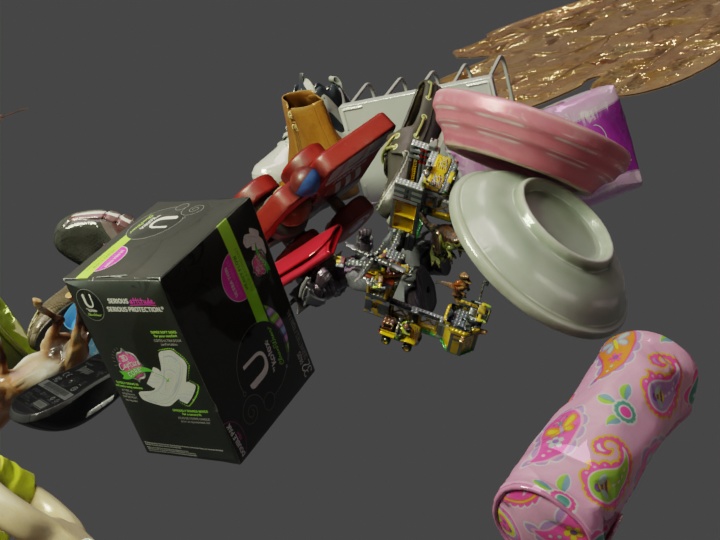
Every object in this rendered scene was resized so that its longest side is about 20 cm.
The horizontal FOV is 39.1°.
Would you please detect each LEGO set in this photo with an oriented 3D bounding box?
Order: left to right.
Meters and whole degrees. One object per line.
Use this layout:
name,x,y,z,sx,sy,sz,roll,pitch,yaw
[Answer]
LEGO set,0.079,-0.031,0.964,0.152,0.116,0.201,25,58,13

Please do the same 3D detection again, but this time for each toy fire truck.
toy fire truck,-0.056,-0.094,1.178,0.199,0.112,0.168,-36,-9,-30

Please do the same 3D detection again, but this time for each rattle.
rattle,-0.284,0.246,0.831,0.199,0.131,0.143,33,63,25

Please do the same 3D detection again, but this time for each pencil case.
pencil case,0.174,0.129,0.736,0.087,0.088,0.200,6,36,39

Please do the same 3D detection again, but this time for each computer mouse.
computer mouse,-0.256,0.127,1.065,0.139,0.047,0.199,11,33,41

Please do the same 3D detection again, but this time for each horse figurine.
horse figurine,-0.349,0.095,1.089,0.050,0.133,0.200,31,56,27

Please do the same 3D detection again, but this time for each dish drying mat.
dish drying mat,-0.107,0.013,1.129,0.199,0.018,0.077,-32,17,21

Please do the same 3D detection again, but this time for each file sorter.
file sorter,0.097,-0.183,1.306,0.198,0.140,0.125,-8,26,21

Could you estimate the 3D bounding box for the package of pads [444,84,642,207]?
package of pads,0.203,-0.115,1.124,0.198,0.122,0.076,-21,7,-3

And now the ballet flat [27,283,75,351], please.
ballet flat,-0.365,0.035,1.269,0.046,0.068,0.200,29,33,0

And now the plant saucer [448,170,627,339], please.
plant saucer,0.174,-0.030,0.921,0.050,0.199,0.201,-53,7,35

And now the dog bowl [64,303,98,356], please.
dog bowl,-0.264,0.034,1.229,0.111,0.050,0.200,8,37,42

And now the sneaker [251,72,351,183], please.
sneaker,-0.091,-0.219,1.501,0.198,0.131,0.079,-29,28,-19

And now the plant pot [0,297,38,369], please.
plant pot,-0.508,0.085,1.165,0.192,0.201,0.200,-38,30,-10

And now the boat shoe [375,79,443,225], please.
boat shoe,0.056,-0.135,1.138,0.072,0.060,0.202,-49,10,53

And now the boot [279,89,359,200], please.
boot,-0.075,-0.168,1.358,0.070,0.145,0.200,-29,18,-25

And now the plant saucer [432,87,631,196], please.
plant saucer,0.159,-0.120,0.984,0.198,0.051,0.201,20,3,-1

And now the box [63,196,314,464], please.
box,-0.153,0.053,0.953,0.123,0.202,0.149,0,32,32

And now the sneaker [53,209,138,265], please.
sneaker,-0.248,0.004,1.120,0.198,0.076,0.116,14,34,-10

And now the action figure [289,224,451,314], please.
action figure,0.000,0.000,1.104,0.198,0.070,0.130,-2,36,36
